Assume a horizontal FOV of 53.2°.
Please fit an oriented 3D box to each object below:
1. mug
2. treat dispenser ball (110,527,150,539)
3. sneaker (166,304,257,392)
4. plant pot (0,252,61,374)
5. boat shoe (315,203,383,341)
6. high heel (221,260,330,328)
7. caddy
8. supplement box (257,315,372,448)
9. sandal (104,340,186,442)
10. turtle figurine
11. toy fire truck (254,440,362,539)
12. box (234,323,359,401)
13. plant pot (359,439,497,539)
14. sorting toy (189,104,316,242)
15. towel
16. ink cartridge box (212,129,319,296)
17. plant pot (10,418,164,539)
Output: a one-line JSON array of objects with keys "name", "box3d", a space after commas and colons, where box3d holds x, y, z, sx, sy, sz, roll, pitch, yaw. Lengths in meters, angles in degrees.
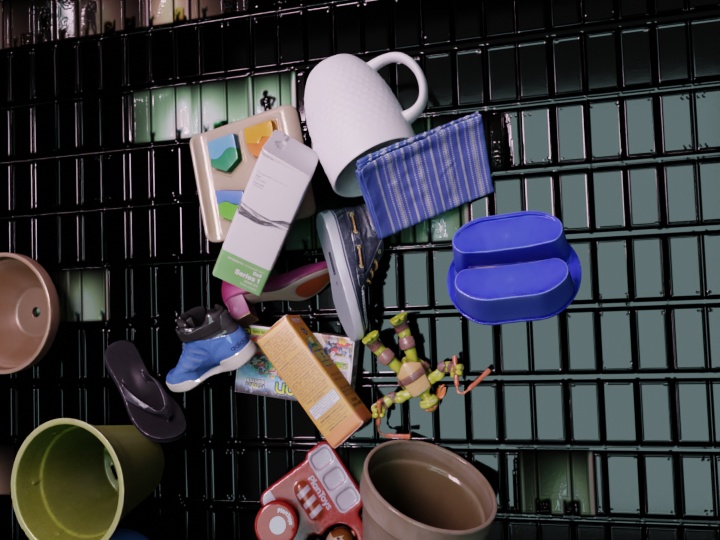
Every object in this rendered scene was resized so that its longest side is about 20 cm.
[{"name": "mug", "box3d": [0.011, -0.240, 1.079, 0.197, 0.147, 0.179, -31, 71, 17]}, {"name": "treat dispenser ball", "box3d": [-0.398, 0.514, 1.133, 0.195, 0.200, 0.207, -1, 87, 15]}, {"name": "sneaker", "box3d": [-0.261, 0.117, 1.142, 0.197, 0.077, 0.113, -23, 106, 37]}, {"name": "plant pot", "box3d": [-0.596, 0.075, 1.260, 0.195, 0.093, 0.207, -1, 86, 15]}, {"name": "boat shoe", "box3d": [0.000, 0.000, 1.104, 0.089, 0.071, 0.206, -14, 91, -20]}, {"name": "high heel", "box3d": [-0.135, 0.009, 1.159, 0.196, 0.068, 0.098, -24, 59, 1]}, {"name": "caddy", "box3d": [0.218, 0.000, 1.039, 0.194, 0.105, 0.145, -7, 62, 15]}, {"name": "supplement box", "box3d": [-0.069, 0.164, 1.091, 0.069, 0.066, 0.201, -42, 79, 10]}, {"name": "sandal", "box3d": [-0.364, 0.201, 1.197, 0.201, 0.075, 0.043, 49, 142, 12]}, {"name": "turtle figurine", "box3d": [0.084, 0.147, 1.085, 0.197, 0.064, 0.164, -31, 93, 15]}, {"name": "toy fire truck", "box3d": [-0.060, 0.390, 1.102, 0.166, 0.112, 0.202, -35, 80, -8]}, {"name": "box", "box3d": [-0.102, 0.151, 1.152, 0.194, 0.035, 0.114, 5, 89, 15]}, {"name": "plant pot", "box3d": [0.078, 0.375, 1.028, 0.196, 0.200, 0.178, 21, 108, 15]}, {"name": "sorting toy", "box3d": [-0.182, -0.159, 1.186, 0.195, 0.036, 0.190, -13, 84, 14]}, {"name": "towel", "box3d": [0.097, -0.133, 1.047, 0.196, 0.147, 0.024, -22, 41, -2]}, {"name": "ink cartridge box", "box3d": [-0.139, -0.090, 1.080, 0.083, 0.147, 0.203, 24, 112, -8]}, {"name": "plant pot", "box3d": [-0.411, 0.327, 1.149, 0.194, 0.190, 0.206, -1, 87, 15]}]
